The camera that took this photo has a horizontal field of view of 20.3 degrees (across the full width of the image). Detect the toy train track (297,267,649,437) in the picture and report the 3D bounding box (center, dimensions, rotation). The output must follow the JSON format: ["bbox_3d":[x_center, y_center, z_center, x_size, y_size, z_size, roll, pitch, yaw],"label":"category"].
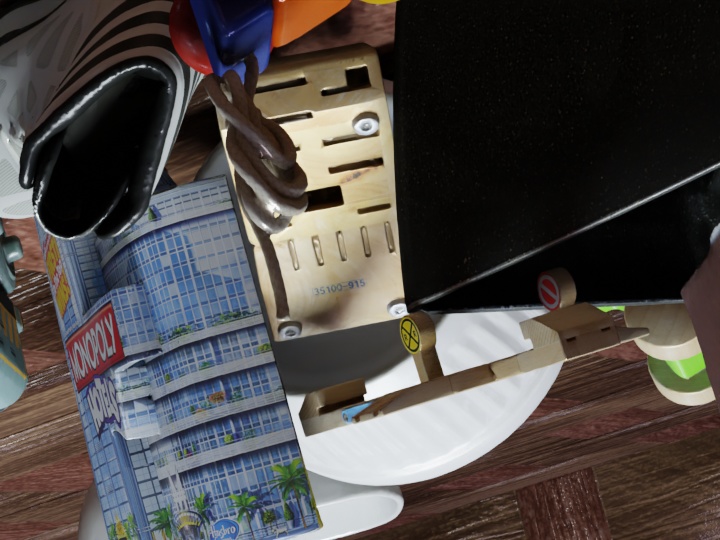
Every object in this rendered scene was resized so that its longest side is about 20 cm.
[{"bbox_3d":[0.027,0.032,0.745,0.115,0.033,0.200,-14,175,-29],"label":"toy train track"}]

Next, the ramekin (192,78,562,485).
[{"bbox_3d":[0.000,0.000,0.999,0.200,0.200,0.105,-18,157,17],"label":"ramekin"}]

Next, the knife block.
[{"bbox_3d":[-0.024,-0.069,0.851,0.064,0.176,0.200,-12,142,0],"label":"knife block"}]

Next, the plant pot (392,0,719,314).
[{"bbox_3d":[0.127,-0.099,0.747,0.199,0.178,0.200,-1,160,-44],"label":"plant pot"}]

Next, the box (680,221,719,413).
[{"bbox_3d":[0.225,0.059,0.682,0.164,0.200,0.166,-14,167,-4],"label":"box"}]

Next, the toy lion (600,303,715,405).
[{"bbox_3d":[0.169,-0.043,1.047,0.200,0.192,0.069,-34,143,1],"label":"toy lion"}]

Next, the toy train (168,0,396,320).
[{"bbox_3d":[0.000,-0.093,0.593,0.116,0.200,0.085,-17,167,-8],"label":"toy train"}]

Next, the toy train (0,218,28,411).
[{"bbox_3d":[-0.212,0.017,1.005,0.085,0.114,0.200,-13,167,-3],"label":"toy train"}]

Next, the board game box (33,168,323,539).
[{"bbox_3d":[-0.092,0.031,0.895,0.062,0.200,0.200,-15,174,-17],"label":"board game box"}]

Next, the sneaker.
[{"bbox_3d":[-0.122,-0.052,0.780,0.076,0.115,0.200,34,139,-16],"label":"sneaker"}]

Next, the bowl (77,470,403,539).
[{"bbox_3d":[-0.077,0.138,1.249,0.199,0.075,0.200,-14,166,-2],"label":"bowl"}]
